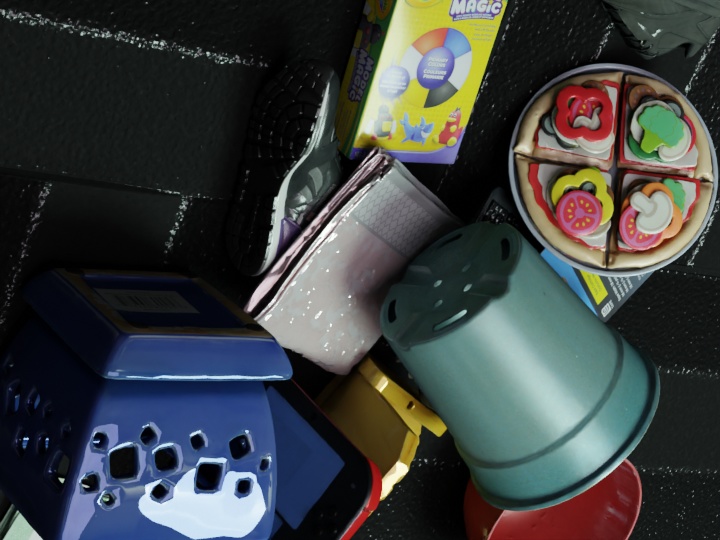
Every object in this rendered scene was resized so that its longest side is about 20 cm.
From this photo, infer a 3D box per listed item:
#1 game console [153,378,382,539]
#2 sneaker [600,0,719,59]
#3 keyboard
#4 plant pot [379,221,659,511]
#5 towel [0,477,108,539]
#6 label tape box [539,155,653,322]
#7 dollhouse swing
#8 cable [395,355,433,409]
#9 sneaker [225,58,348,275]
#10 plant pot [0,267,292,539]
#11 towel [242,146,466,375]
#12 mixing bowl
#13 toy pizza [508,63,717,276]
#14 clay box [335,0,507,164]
[{"bbox_3d":[-0.085,0.193,1.483,0.177,0.200,0.031,-50,141,4],"label":"game console"},{"bbox_3d":[0.258,-0.237,1.513,0.200,0.076,0.091,9,121,-35],"label":"sneaker"},{"bbox_3d":[0.156,0.001,1.596,0.200,0.040,0.104,31,92,-51],"label":"keyboard"},{"bbox_3d":[0.130,0.075,1.483,0.200,0.200,0.196,-41,118,-3],"label":"plant pot"},{"bbox_3d":[-0.252,0.267,1.541,0.200,0.023,0.153,21,107,-41],"label":"towel"},{"bbox_3d":[0.230,-0.039,1.611,0.200,0.063,0.144,-45,134,-12],"label":"label tape box"},{"bbox_3d":[0.004,0.210,1.570,0.200,0.176,0.182,-48,133,2],"label":"dollhouse swing"},{"bbox_3d":[0.116,0.080,1.615,0.200,0.097,0.050,-4,147,-29],"label":"cable"},{"bbox_3d":[-0.047,-0.091,1.416,0.087,0.076,0.200,-8,131,-41],"label":"sneaker"},{"bbox_3d":[-0.182,0.105,1.367,0.200,0.200,0.180,3,110,-35],"label":"plant pot"},{"bbox_3d":[0.000,0.000,1.485,0.191,0.032,0.200,-49,151,3],"label":"towel"},{"bbox_3d":[0.183,0.244,1.757,0.200,0.108,0.201,-16,126,-23],"label":"mixing bowl"},{"bbox_3d":[0.234,-0.094,1.532,0.200,0.032,0.201,1,81,-8],"label":"toy pizza"},{"bbox_3d":[0.054,-0.190,1.422,0.115,0.048,0.200,-1,121,-34],"label":"clay box"}]
